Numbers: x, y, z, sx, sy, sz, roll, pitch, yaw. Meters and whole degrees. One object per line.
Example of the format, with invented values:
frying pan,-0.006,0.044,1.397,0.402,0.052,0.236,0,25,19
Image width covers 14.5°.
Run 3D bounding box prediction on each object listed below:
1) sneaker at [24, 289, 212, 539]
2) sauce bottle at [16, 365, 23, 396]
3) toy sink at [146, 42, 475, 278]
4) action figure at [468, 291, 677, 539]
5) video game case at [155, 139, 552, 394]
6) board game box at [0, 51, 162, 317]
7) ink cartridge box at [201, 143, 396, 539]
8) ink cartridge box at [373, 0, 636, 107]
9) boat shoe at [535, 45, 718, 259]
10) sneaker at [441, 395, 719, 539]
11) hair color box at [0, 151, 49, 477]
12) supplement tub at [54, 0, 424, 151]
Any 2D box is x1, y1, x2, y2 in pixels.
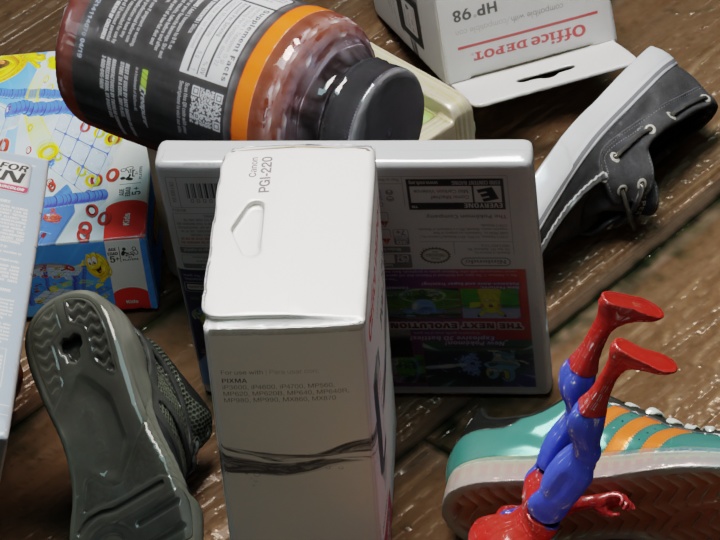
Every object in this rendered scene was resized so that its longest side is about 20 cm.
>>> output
sneaker,-0.111,0.115,1.497,0.076,0.114,0.200,-26,66,15
sauce bottle,-0.246,0.113,1.527,0.066,0.066,0.200,7,43,16
toy sink,-0.005,-0.061,1.661,0.200,0.112,0.130,-33,46,-28
action figure,0.119,0.113,1.399,0.099,0.200,0.065,20,33,-16
video game case,0.000,0.000,1.531,0.199,0.183,0.023,0,46,8
board game box,-0.219,-0.053,1.728,0.195,0.056,0.200,-5,40,2
ink cartridge box,-0.028,0.055,1.456,0.084,0.201,0.146,-3,40,5
ink cartridge box,0.086,-0.177,1.787,0.115,0.067,0.200,-16,26,-12
boat shoe,0.151,-0.057,1.678,0.066,0.070,0.200,34,46,10
sneaker,0.143,0.097,1.480,0.199,0.072,0.080,0,44,11
hair color box,-0.209,0.039,1.494,0.060,0.099,0.201,10,45,-8
supplement tub,-0.064,-0.104,1.561,0.199,0.107,0.107,21,47,30
